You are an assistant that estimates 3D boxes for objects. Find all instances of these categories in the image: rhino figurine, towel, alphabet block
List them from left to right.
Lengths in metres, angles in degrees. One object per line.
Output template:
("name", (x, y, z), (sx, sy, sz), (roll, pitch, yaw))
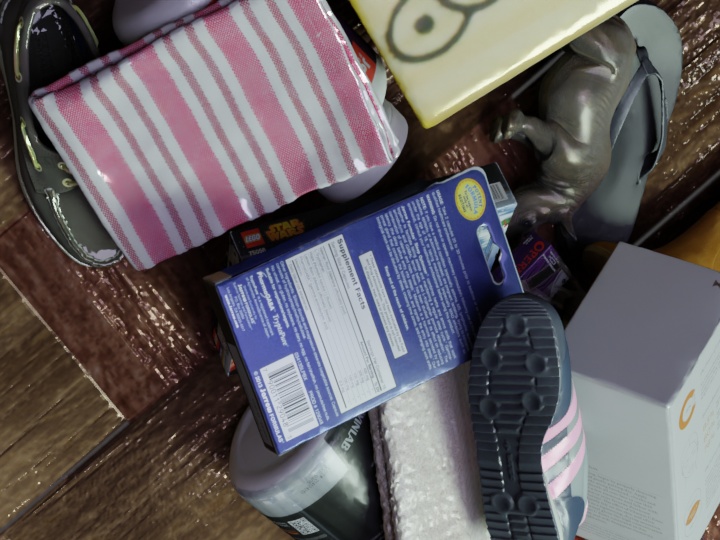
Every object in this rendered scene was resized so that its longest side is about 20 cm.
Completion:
("towel", (-0.091, -0.090, 1.222), (0.199, 0.030, 0.147), (-24, 123, 10))
("towel", (0.069, 0.139, 1.344), (0.132, 0.034, 0.202), (-13, 99, -34))
("alphabet block", (0.064, -0.243, 1.233), (0.199, 0.197, 0.196), (-30, 115, 4))
("rhino figurine", (0.141, -0.098, 1.403), (0.087, 0.060, 0.202), (10, 104, -9))

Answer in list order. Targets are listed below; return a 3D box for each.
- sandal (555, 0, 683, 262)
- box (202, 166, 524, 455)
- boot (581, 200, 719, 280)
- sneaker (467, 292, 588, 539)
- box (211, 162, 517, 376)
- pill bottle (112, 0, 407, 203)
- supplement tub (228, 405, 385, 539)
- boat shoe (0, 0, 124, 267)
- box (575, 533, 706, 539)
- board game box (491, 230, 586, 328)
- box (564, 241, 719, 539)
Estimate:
("sandal", (0.200, -0.100, 1.446), (0.075, 0.043, 0.202), (4, 105, -25))
("box", (0.008, 0.022, 1.267), (0.199, 0.032, 0.122), (-24, 105, -18))
("boot", (0.259, -0.021, 1.482), (0.201, 0.071, 0.145), (36, 83, -41))
("sneaker", (0.118, 0.098, 1.306), (0.082, 0.070, 0.202), (-38, 133, -53))
("box", (0.000, 0.000, 1.349), (0.198, 0.040, 0.137), (-15, 151, -20))
("pill bottle", (-0.060, -0.136, 1.280), (0.200, 0.112, 0.113), (42, 87, -28))
("supplement tub", (0.011, 0.161, 1.399), (0.123, 0.122, 0.200), (-49, 118, -3))
("boat shoe", (-0.189, -0.089, 1.267), (0.072, 0.060, 0.203), (-20, 113, -17))
("box", (0.194, 0.250, 1.514), (0.199, 0.100, 0.096), (17, 109, -27))
("board game box", (0.134, 0.071, 1.448), (0.120, 0.032, 0.200), (-43, 136, -2))
("box", (0.207, 0.100, 1.397), (0.125, 0.097, 0.201), (-54, 149, -32))
